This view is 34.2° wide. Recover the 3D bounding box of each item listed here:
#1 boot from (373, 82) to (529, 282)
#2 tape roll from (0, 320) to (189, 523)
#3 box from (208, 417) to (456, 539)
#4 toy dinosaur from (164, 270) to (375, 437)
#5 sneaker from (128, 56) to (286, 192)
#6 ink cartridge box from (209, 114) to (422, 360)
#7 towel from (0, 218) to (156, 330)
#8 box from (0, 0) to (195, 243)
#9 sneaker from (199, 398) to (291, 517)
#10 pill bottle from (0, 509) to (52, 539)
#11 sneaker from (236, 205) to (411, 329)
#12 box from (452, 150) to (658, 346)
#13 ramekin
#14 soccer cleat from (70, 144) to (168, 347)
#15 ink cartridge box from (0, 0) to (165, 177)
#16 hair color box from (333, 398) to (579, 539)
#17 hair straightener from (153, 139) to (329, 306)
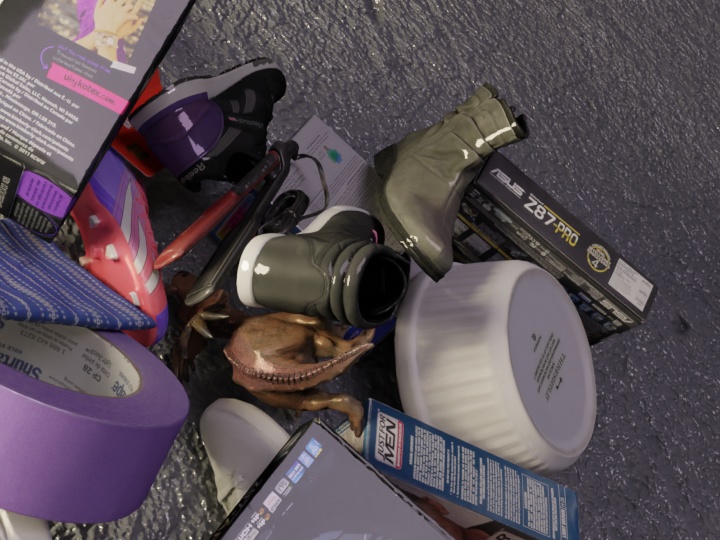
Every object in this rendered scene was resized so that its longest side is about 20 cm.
[{"bbox_3d":[0.079,-0.084,0.948,0.068,0.130,0.201,48,17,-27],"label":"boot"},{"bbox_3d":[-0.205,0.067,0.698,0.199,0.066,0.200,27,8,-4],"label":"tape roll"},{"bbox_3d":[-0.034,0.223,0.749,0.160,0.044,0.200,42,66,-4],"label":"box"},{"bbox_3d":[-0.070,0.061,0.842,0.135,0.200,0.087,17,87,-26],"label":"toy dinosaur"},{"bbox_3d":[-0.109,-0.112,0.959,0.088,0.075,0.200,57,30,-2],"label":"sneaker"},{"bbox_3d":[-0.011,-0.019,1.012,0.200,0.076,0.137,41,40,-4],"label":"ink cartridge box"},{"bbox_3d":[-0.236,-0.009,0.748,0.144,0.024,0.200,34,9,26],"label":"towel"},{"bbox_3d":[-0.202,-0.141,0.805,0.106,0.122,0.201,31,65,-12],"label":"box"},{"bbox_3d":[-0.067,0.183,0.803,0.088,0.075,0.201,-25,75,-36],"label":"sneaker"},{"bbox_3d":[-0.264,0.169,0.602,0.199,0.111,0.111,-10,64,-45],"label":"pill bottle"},{"bbox_3d":[0.000,0.000,0.852,0.098,0.071,0.200,13,14,22],"label":"sneaker"},{"bbox_3d":[0.147,-0.005,1.072,0.199,0.161,0.049,37,58,-9],"label":"box"},{"bbox_3d":[0.120,0.084,0.973,0.202,0.094,0.204,28,54,-47],"label":"ramekin"},{"bbox_3d":[-0.181,-0.034,0.880,0.076,0.067,0.201,-11,59,-41],"label":"soccer cleat"},{"bbox_3d":[-0.209,-0.173,0.950,0.199,0.057,0.163,35,23,1],"label":"ink cartridge box"},{"bbox_3d":[0.060,0.178,0.889,0.199,0.100,0.061,27,44,-21],"label":"hair color box"},{"bbox_3d":[-0.079,-0.034,0.898,0.077,0.041,0.200,53,39,-15],"label":"hair straightener"}]
